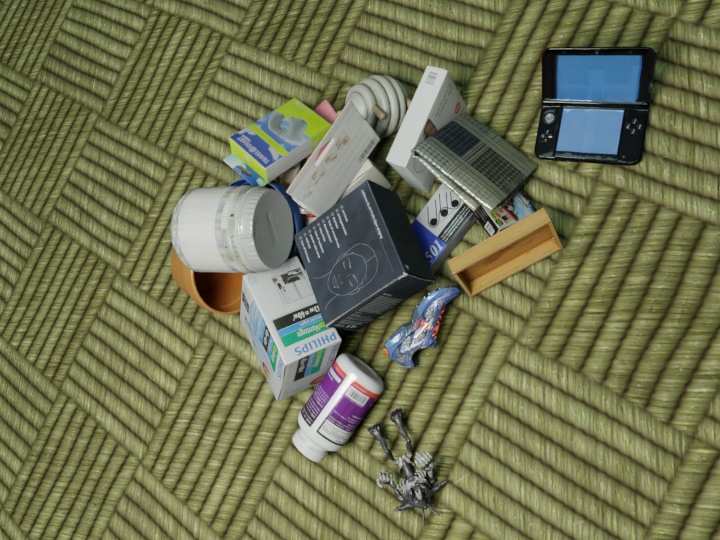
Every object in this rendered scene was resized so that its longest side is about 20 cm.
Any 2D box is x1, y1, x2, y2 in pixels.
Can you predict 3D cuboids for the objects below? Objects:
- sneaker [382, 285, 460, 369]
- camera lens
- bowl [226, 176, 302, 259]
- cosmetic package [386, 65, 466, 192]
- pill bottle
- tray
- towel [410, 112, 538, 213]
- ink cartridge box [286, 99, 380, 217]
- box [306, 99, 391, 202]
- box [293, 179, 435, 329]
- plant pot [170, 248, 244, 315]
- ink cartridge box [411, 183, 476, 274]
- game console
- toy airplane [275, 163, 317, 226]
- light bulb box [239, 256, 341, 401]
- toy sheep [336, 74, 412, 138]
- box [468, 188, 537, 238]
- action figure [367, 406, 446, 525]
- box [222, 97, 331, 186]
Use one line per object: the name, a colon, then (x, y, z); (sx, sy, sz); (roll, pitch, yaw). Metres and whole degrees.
sneaker: (0.132, 0.110, 1.206); (0.078, 0.075, 0.201); (44, 106, 16)
camera lens: (-0.245, -0.077, 1.167); (0.195, 0.159, 0.164); (1, 79, 25)
bowl: (-0.205, -0.093, 1.258); (0.196, 0.039, 0.206); (9, 111, 23)
cosmetic package: (0.137, -0.278, 1.235); (0.051, 0.150, 0.204); (23, 89, 25)
pill bottle: (-0.049, 0.273, 1.219); (0.112, 0.112, 0.202); (38, 95, 25)
tray: (0.270, -0.031, 1.150); (0.197, 0.099, 0.038); (-29, 50, 16)
towel: (0.221, -0.206, 1.180); (0.199, 0.035, 0.192); (41, 53, 15)
ink cartridge box: (-0.059, -0.207, 1.151); (0.043, 0.173, 0.202); (36, 92, 24)
box: (-0.041, -0.239, 1.317); (0.108, 0.128, 0.202); (-37, 68, 10)
box: (0.004, -0.024, 1.165); (0.195, 0.123, 0.204); (-33, 66, 27)
plant pot: (-0.329, -0.010, 1.373); (0.138, 0.198, 0.205); (7, 81, 41)
ink cartridge box: (0.155, -0.080, 1.243); (0.094, 0.044, 0.201); (40, 96, 27)
game console: (0.424, -0.300, 1.131); (0.196, 0.118, 0.177); (9, 82, 25)
toy airplane: (-0.167, -0.147, 1.306); (0.199, 0.139, 0.204); (-40, 56, 46)
light bulb box: (-0.147, 0.120, 1.234); (0.123, 0.200, 0.202); (-20, 65, -23)
toy sheep: (0.035, -0.340, 1.287); (0.137, 0.197, 0.141); (24, 122, 46)
box: (0.244, -0.162, 1.192); (0.108, 0.035, 0.202); (-21, 65, -27)
action figure: (0.083, 0.369, 1.148); (0.117, 0.102, 0.203); (-30, 67, 2)
box: (-0.166, -0.256, 1.227); (0.199, 0.048, 0.121); (-39, 63, -24)
